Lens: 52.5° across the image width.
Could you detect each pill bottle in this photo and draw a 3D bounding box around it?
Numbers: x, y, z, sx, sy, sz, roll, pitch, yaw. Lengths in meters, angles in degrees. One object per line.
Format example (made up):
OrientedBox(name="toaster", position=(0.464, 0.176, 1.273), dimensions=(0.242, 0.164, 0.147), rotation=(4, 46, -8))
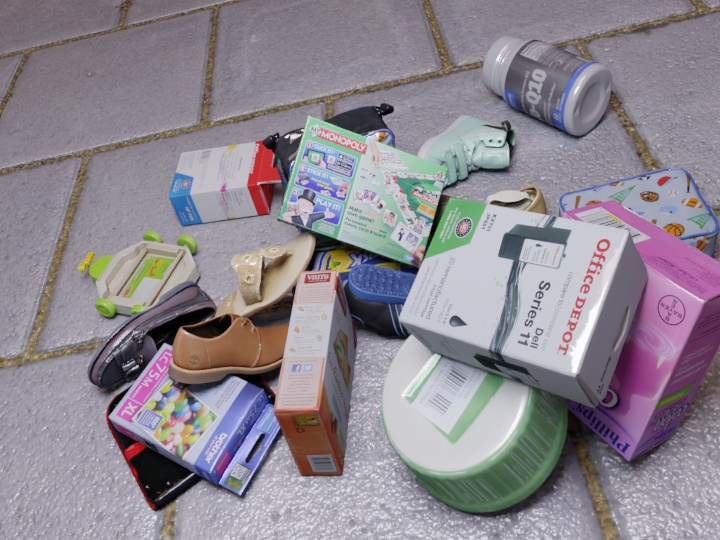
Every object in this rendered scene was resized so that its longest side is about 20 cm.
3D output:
OrientedBox(name="pill bottle", position=(0.302, -0.311, 1.206), dimensions=(0.113, 0.116, 0.199), rotation=(-36, 48, -20))

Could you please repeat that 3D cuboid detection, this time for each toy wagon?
OrientedBox(name="toy wagon", position=(-0.346, 0.007, 1.129), dimensions=(0.194, 0.040, 0.157), rotation=(7, 49, 22))

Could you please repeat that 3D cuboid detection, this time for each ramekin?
OrientedBox(name="ramekin", position=(0.116, 0.145, 0.789), dimensions=(0.195, 0.098, 0.205), rotation=(-17, 55, 25))

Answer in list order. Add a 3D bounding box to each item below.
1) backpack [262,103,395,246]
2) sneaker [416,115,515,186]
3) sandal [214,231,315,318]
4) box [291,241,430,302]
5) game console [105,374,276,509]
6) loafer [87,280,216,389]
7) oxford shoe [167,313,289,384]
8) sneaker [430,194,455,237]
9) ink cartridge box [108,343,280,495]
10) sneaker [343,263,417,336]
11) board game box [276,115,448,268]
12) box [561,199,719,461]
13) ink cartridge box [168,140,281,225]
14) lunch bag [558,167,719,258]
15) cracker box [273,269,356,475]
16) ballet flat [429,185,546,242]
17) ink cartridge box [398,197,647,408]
OrientedBox(name="backpack", position=(-0.023, -0.114, 1.053), dimensions=(0.194, 0.193, 0.156), rotation=(-17, 50, -7))
OrientedBox(name="sneaker", position=(0.166, -0.173, 1.135), dimensions=(0.116, 0.075, 0.201), rotation=(17, 51, 36))
OrientedBox(name="sandal", position=(-0.150, 0.012, 0.970), dimensions=(0.211, 0.069, 0.079), rotation=(-40, 38, 31))
OrientedBox(name="box", position=(0.000, 0.000, 1.005), dimensions=(0.194, 0.071, 0.065), rotation=(-9, 43, -5))
OrientedBox(name="game console", position=(-0.217, 0.182, 0.941), dimensions=(0.198, 0.031, 0.177), rotation=(-34, 54, -17))
OrientedBox(name="loafer", position=(-0.285, 0.093, 1.013), dimensions=(0.062, 0.073, 0.200), rotation=(27, 56, 29))
OrientedBox(name="oxford shoe", position=(-0.148, 0.088, 0.926), dimensions=(0.070, 0.073, 0.197), rotation=(23, 20, 38))
OrientedBox(name="sneaker", position=(0.147, -0.022, 0.972), dimensions=(0.198, 0.068, 0.090), rotation=(36, 51, 16))
OrientedBox(name="ink cartridge box", position=(-0.198, 0.178, 0.898), dimensions=(0.196, 0.042, 0.121), rotation=(21, 58, 22))
OrientedBox(name="sneaker", position=(0.070, 0.054, 0.962), dimensions=(0.194, 0.079, 0.071), rotation=(18, 47, 1))
OrientedBox(name="board game box", position=(0.004, -0.099, 0.943), dimensions=(0.195, 0.029, 0.138), rotation=(19, 86, -9))
OrientedBox(name="box", position=(0.280, 0.059, 0.788), dimensions=(0.095, 0.205, 0.176), rotation=(-14, 39, -34))
OrientedBox(name="ink cartridge box", position=(-0.208, -0.149, 1.219), dimensions=(0.194, 0.068, 0.118), rotation=(-6, 46, 9))
OrientedBox(name="lunch bag", position=(0.370, -0.061, 0.981), dimensions=(0.194, 0.077, 0.163), rotation=(-11, 43, 5))
OrientedBox(name="cracker box", position=(-0.048, 0.119, 0.876), dimensions=(0.056, 0.136, 0.204), rotation=(-4, 47, 10))
OrientedBox(name="ballet flat", position=(0.172, -0.080, 1.057), dimensions=(0.194, 0.064, 0.070), rotation=(-16, 47, 0))
OrientedBox(name="ink cartridge box", position=(0.156, 0.024, 0.712), dimensions=(0.196, 0.083, 0.150), rotation=(14, 73, 38))
